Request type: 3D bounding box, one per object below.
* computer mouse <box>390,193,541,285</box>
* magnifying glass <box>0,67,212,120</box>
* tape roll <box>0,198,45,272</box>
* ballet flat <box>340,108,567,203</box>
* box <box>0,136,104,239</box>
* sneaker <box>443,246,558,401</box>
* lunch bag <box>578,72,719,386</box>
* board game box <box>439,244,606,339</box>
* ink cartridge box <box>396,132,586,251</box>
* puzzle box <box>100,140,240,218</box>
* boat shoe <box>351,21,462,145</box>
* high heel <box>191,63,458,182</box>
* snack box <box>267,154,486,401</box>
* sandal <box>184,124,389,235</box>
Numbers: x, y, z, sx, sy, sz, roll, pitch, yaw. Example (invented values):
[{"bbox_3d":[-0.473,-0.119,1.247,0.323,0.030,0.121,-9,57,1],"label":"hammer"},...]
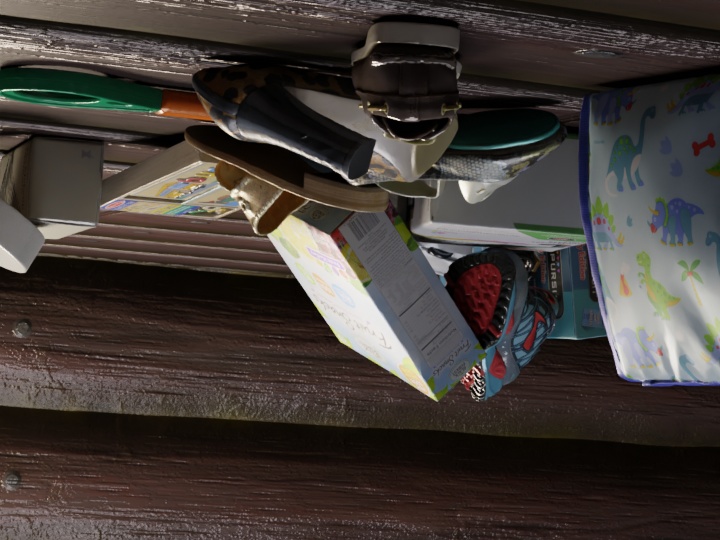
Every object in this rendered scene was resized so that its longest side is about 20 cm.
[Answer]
[{"bbox_3d":[0.061,-0.025,2.000,0.200,0.110,0.044,33,-139,3],"label":"computer mouse"},{"bbox_3d":[-0.169,-0.128,1.633,0.200,0.022,0.080,7,175,-25],"label":"magnifying glass"},{"bbox_3d":[-0.378,-0.064,2.000,0.203,0.037,0.203,29,168,6],"label":"tape roll"},{"bbox_3d":[0.067,-0.085,1.651,0.200,0.072,0.072,4,177,30],"label":"ballet flat"},{"bbox_3d":[-0.294,-0.075,2.085,0.068,0.082,0.200,5,175,-17],"label":"box"},{"bbox_3d":[0.127,0.030,1.929,0.095,0.079,0.200,-30,156,-19],"label":"sneaker"},{"bbox_3d":[0.235,-0.023,1.469,0.127,0.201,0.170,6,175,-30],"label":"lunch bag"},{"bbox_3d":[0.148,-0.014,2.044,0.047,0.151,0.200,-5,-178,-34],"label":"board game box"},{"bbox_3d":[0.114,-0.065,1.816,0.144,0.084,0.200,4,177,-7],"label":"ink cartridge box"},{"bbox_3d":[-0.137,-0.082,1.999,0.133,0.025,0.200,5,167,-32],"label":"puzzle box"},{"bbox_3d":[0.030,-0.110,1.383,0.072,0.060,0.200,3,176,-2],"label":"boat shoe"},{"bbox_3d":[-0.020,-0.116,1.544,0.142,0.072,0.200,27,-160,21],"label":"high heel"},{"bbox_3d":[0.000,0.000,1.896,0.169,0.068,0.200,28,157,55],"label":"snack box"},{"bbox_3d":[-0.068,-0.059,1.768,0.211,0.070,0.078,20,-161,38],"label":"sandal"}]
